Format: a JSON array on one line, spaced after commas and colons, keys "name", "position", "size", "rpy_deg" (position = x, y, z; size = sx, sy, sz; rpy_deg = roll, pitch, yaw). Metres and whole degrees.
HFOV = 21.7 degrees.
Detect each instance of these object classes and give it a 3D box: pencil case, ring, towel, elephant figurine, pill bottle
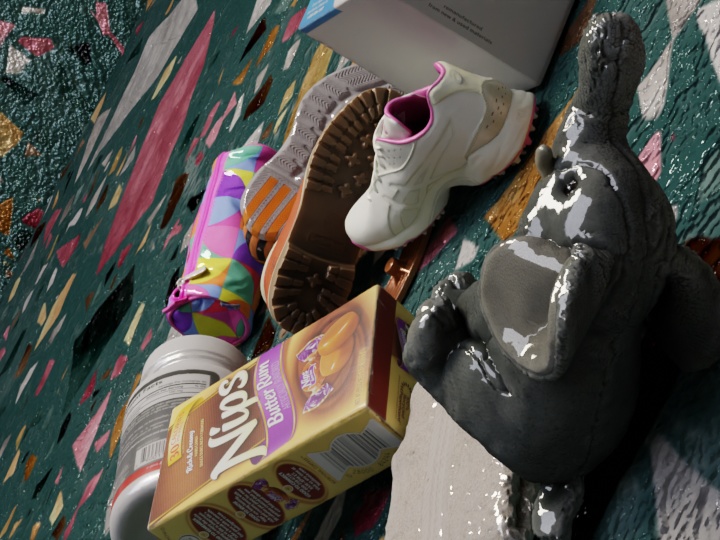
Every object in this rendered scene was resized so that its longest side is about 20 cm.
[{"name": "pencil case", "position": [-0.120, -0.024, 1.733], "size": [0.088, 0.088, 0.201], "rpy_deg": [-43, 25, 47]}, {"name": "ring", "position": [0.000, 0.000, 1.461], "size": [0.201, 0.019, 0.201], "rpy_deg": [-53, 21, 30]}, {"name": "towel", "position": [0.062, 0.109, 1.099], "size": [0.133, 0.034, 0.201], "rpy_deg": [-49, 23, 41]}, {"name": "elephant figurine", "position": [0.110, 0.006, 0.925], "size": [0.142, 0.155, 0.200], "rpy_deg": [-48, -4, -39]}, {"name": "pill bottle", "position": [-0.131, 0.144, 1.466], "size": [0.116, 0.116, 0.200], "rpy_deg": [-54, 19, 26]}]

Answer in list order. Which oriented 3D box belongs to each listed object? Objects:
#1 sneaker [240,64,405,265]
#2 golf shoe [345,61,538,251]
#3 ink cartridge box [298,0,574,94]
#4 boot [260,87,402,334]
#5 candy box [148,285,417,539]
[{"name": "sneaker", "position": [-0.034, -0.086, 1.585], "size": [0.200, 0.077, 0.112], "rpy_deg": [-47, -13, -19]}, {"name": "golf shoe", "position": [0.038, -0.084, 1.333], "size": [0.200, 0.091, 0.076], "rpy_deg": [-39, 31, 43]}, {"name": "ink cartridge box", "position": [0.077, -0.241, 1.372], "size": [0.147, 0.146, 0.201], "rpy_deg": [-16, 49, 66]}, {"name": "boot", "position": [-0.024, -0.050, 1.460], "size": [0.201, 0.075, 0.107], "rpy_deg": [-64, 12, 0]}, {"name": "candy box", "position": [-0.050, 0.108, 1.272], "size": [0.200, 0.056, 0.117], "rpy_deg": [-33, 31, 29]}]
